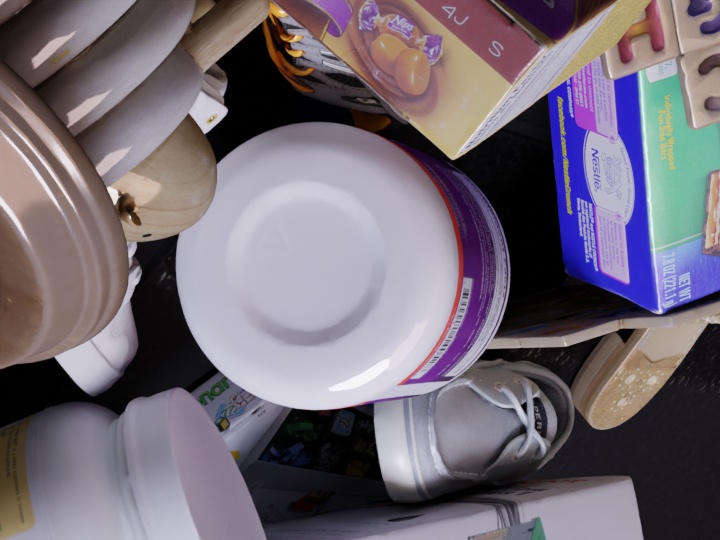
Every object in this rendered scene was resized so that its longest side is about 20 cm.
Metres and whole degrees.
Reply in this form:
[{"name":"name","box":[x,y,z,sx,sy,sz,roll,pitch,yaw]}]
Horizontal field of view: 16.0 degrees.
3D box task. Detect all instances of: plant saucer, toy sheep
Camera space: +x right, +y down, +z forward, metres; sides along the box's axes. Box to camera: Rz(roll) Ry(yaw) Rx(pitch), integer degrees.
[{"name":"plant saucer","box":[-0.169,-0.031,0.829,0.200,0.200,0.029,84,29,-54]},{"name":"toy sheep","box":[-0.117,-0.090,0.856,0.138,0.138,0.200,-38,106,0]}]

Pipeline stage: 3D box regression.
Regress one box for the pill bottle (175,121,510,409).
[{"name":"pill bottle","box":[0.000,0.000,1.070,0.112,0.112,0.200,-43,171,8]}]

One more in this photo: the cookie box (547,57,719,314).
[{"name":"cookie box","box":[0.184,-0.095,1.145,0.200,0.075,0.171,-21,118,-27]}]

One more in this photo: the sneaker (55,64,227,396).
[{"name":"sneaker","box":[-0.094,-0.033,1.004,0.115,0.074,0.200,-30,146,-7]}]

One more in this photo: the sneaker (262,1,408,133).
[{"name":"sneaker","box":[-0.008,-0.104,1.001,0.077,0.078,0.200,-33,147,16]}]

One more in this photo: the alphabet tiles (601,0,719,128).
[{"name":"alphabet tiles","box":[0.161,-0.166,1.038,0.166,0.006,0.200,-20,113,-18]}]

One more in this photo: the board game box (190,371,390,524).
[{"name":"board game box","box":[-0.027,0.098,1.273,0.126,0.035,0.200,-37,148,-1]}]

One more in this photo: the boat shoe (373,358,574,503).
[{"name":"boat shoe","box":[0.060,0.070,1.237,0.071,0.070,0.201,-7,179,17]}]

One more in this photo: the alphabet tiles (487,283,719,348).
[{"name":"alphabet tiles","box":[0.120,0.016,1.215,0.166,0.006,0.200,-15,-175,-33]}]

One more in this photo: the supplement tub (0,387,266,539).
[{"name":"supplement tub","box":[-0.145,0.141,1.063,0.200,0.146,0.145,-21,149,7]}]

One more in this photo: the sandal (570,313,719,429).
[{"name":"sandal","box":[0.192,0.019,1.359,0.078,0.070,0.212,-2,133,-44]}]

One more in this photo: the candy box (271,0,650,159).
[{"name":"candy box","box":[0.037,-0.118,0.912,0.056,0.117,0.200,-51,174,25]}]

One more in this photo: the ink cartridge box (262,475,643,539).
[{"name":"ink cartridge box","box":[0.019,0.154,1.215,0.200,0.084,0.146,-8,179,-39]}]
